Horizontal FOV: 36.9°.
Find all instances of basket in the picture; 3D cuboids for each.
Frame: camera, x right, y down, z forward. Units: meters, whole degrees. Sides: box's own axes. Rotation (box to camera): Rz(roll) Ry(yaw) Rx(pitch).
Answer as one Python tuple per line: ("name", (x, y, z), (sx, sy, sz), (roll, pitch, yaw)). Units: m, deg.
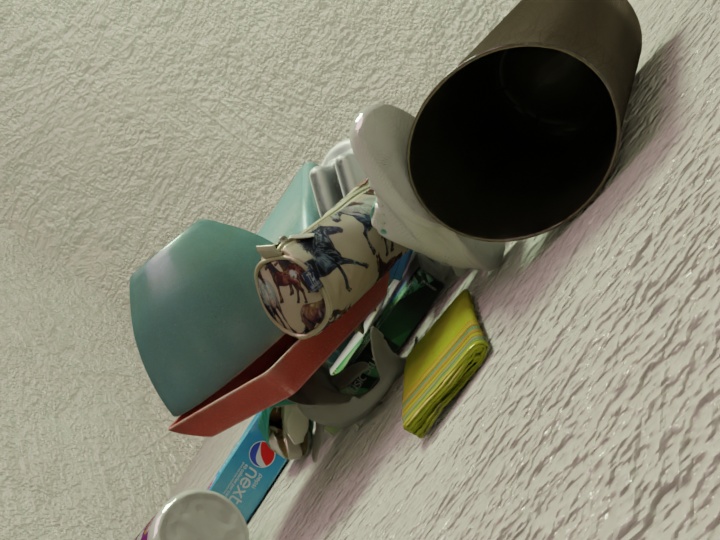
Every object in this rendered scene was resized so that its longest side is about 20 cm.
("basket", (0.143, -0.141, 0.832), (0.180, 0.136, 0.200), (-43, 8, 43))

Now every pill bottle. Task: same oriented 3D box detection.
("pill bottle", (-0.207, 0.331, 1.226), (0.200, 0.112, 0.113), (-50, 7, 51))

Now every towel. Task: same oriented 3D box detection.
("towel", (0.066, 0.068, 0.854), (0.086, 0.018, 0.200), (-49, 4, 9))

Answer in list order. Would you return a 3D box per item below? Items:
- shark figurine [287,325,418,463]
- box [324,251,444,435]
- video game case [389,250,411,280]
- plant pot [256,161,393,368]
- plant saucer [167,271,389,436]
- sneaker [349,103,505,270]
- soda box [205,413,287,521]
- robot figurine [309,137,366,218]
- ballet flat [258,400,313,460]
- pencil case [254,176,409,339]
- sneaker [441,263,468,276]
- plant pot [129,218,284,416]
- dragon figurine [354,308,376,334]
("shark figurine", (-0.034, 0.116, 1.038), (0.214, 0.089, 0.129), (-12, 61, 60))
("box", (0.020, 0.073, 1.179), (0.201, 0.036, 0.144), (-56, 4, 9))
("video game case", (0.071, -0.094, 1.113), (0.143, 0.018, 0.201), (-50, -20, -81))
("plant pot", (-0.044, 0.015, 1.350), (0.197, 0.195, 0.200), (-54, 11, 16))
("plant saucer", (-0.069, 0.078, 1.024), (0.200, 0.037, 0.200), (-34, 9, 48))
("sneaker", (0.035, -0.057, 0.876), (0.088, 0.200, 0.076), (-2, 57, 39))
("soda box", (-0.147, 0.264, 1.391), (0.201, 0.064, 0.068), (-56, 4, -8))
("robot figurine", (0.030, -0.097, 1.251), (0.169, 0.114, 0.199), (-16, -6, 38))
("ballet flat", (-0.084, 0.178, 1.246), (0.201, 0.067, 0.071), (95, 166, -54))
("pencil case", (-0.007, -0.029, 0.949), (0.200, 0.077, 0.090), (-43, -50, -40))
("sneaker", (0.098, -0.055, 1.060), (0.092, 0.075, 0.200), (-59, 2, 16))
("plant pot", (-0.152, 0.029, 1.079), (0.200, 0.135, 0.200), (-39, 6, 5))
("dragon figurine", (0.000, 0.000, 1.147), (0.200, 0.058, 0.100), (100, -174, -60))
